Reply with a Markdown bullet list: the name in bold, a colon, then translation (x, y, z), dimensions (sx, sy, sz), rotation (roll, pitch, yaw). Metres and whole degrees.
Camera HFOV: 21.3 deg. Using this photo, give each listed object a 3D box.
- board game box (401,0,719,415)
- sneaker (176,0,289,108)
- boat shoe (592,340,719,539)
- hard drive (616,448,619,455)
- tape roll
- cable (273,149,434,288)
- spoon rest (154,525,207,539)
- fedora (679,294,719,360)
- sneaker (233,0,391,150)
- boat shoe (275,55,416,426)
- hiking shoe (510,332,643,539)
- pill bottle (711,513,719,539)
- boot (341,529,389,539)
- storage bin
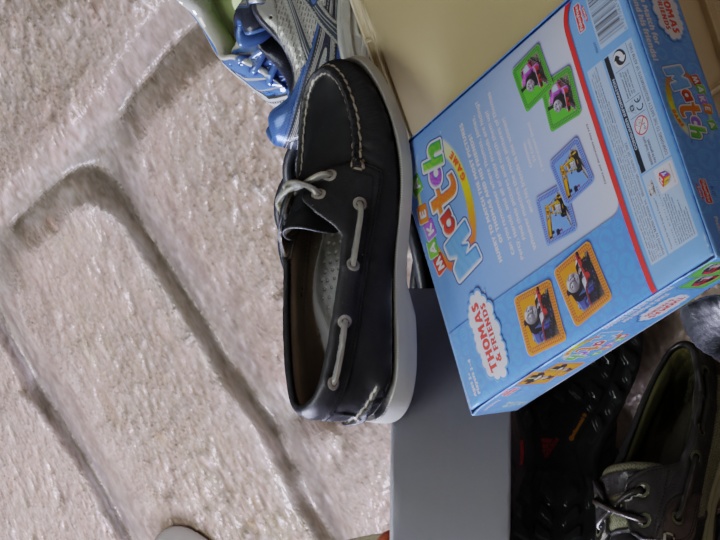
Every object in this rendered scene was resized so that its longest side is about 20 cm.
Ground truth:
- **board game box**: translation (0.098, -0.035, 0.928), dimensions (0.200, 0.037, 0.151), rotation (-38, 61, 50)
- **sneaker**: translation (-0.039, -0.120, 1.156), dimensions (0.200, 0.077, 0.076), rotation (43, 116, 23)
- **boat shoe**: translation (0.152, 0.125, 1.019), dimensions (0.065, 0.200, 0.073), rotation (44, 141, -21)
- **hard drive**: translation (0.112, 0.188, 1.227), dimensions (0.200, 0.042, 0.135), rotation (-23, 95, 51)
- **tape roll**: translation (0.050, 0.110, 1.100), dimensions (0.066, 0.200, 0.200), rotation (0, 121, 1)
- **cable**: translation (0.000, 0.000, 1.228), dimensions (0.163, 0.051, 0.200), rotation (41, 137, 23)
- **spoon rest**: translation (-0.145, 0.300, 1.572), dimensions (0.099, 0.061, 0.200), rotation (27, 117, 33)
- **fedora**: translation (0.251, -0.007, 0.898), dimensions (0.200, 0.200, 0.092), rotation (-14, 69, 50)
- **sneaker**: translation (-0.033, -0.161, 1.089), dimensions (0.077, 0.085, 0.200), rotation (87, 176, -79)
- **boat shoe**: translation (-0.015, -0.018, 1.009), dimensions (0.074, 0.060, 0.200), rotation (-14, 76, 56)
- **hiking shoe**: translation (0.114, 0.085, 1.104), dimensions (0.101, 0.076, 0.200), rotation (103, 178, -81)
- **pill bottle**: translation (0.203, 0.194, 1.054), dimensions (0.200, 0.116, 0.116), rotation (-31, 89, 42)
- **boot**: translation (0.045, 0.221, 1.232), dimensions (0.200, 0.075, 0.107), rotation (-6, 104, 52)
- **storage bin**: translation (0.109, -0.118, 1.007), dimensions (0.200, 0.094, 0.199), rotation (-8, 107, 49)
